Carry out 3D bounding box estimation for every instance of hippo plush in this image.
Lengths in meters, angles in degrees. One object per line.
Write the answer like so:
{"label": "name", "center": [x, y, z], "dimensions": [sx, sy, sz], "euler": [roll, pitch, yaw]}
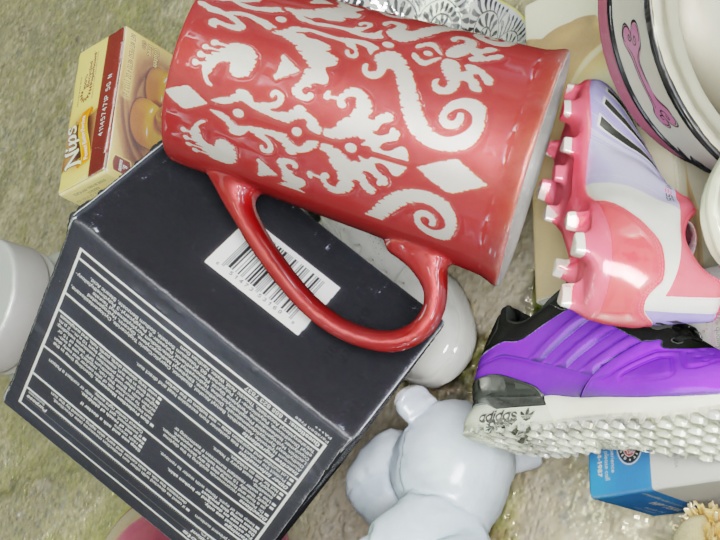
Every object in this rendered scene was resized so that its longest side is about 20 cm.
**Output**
{"label": "hippo plush", "center": [0.024, 0.146, 0.842], "dimensions": [0.200, 0.159, 0.161], "euler": [-40, 35, 50]}

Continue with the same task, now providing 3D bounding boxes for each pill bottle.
{"label": "pill bottle", "center": [-0.195, 0.048, 1.065], "dimensions": [0.114, 0.200, 0.115], "euler": [-19, 61, 38]}

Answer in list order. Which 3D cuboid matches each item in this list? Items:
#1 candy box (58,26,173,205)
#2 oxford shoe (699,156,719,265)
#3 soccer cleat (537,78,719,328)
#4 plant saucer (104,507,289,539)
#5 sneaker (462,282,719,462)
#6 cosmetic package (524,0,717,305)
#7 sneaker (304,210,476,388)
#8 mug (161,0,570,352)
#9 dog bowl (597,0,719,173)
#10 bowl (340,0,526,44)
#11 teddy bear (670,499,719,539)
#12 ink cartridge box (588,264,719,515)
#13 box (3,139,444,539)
{"label": "candy box", "center": [-0.110, -0.070, 1.026], "dimensions": [0.055, 0.200, 0.116], "euler": [-21, 54, 39]}
{"label": "oxford shoe", "center": [0.246, -0.062, 0.710], "dimensions": [0.199, 0.075, 0.058], "euler": [-29, 11, -20]}
{"label": "soccer cleat", "center": [0.137, -0.036, 0.758], "dimensions": [0.200, 0.076, 0.067], "euler": [-83, 5, -58]}
{"label": "plant saucer", "center": [-0.131, 0.237, 1.035], "dimensions": [0.200, 0.051, 0.201], "euler": [-20, 60, 39]}
{"label": "sneaker", "center": [0.138, 0.040, 0.742], "dimensions": [0.199, 0.069, 0.100], "euler": [-6, 65, 41]}
{"label": "cosmetic package", "center": [0.158, -0.075, 0.866], "dimensions": [0.105, 0.071, 0.201], "euler": [-20, 60, 38]}
{"label": "sneaker", "center": [0.000, 0.000, 0.977], "dimensions": [0.075, 0.088, 0.200], "euler": [-50, 46, 15]}
{"label": "mug", "center": [-0.005, -0.068, 0.797], "dimensions": [0.199, 0.134, 0.178], "euler": [18, 60, 8]}
{"label": "dog bowl", "center": [0.210, -0.138, 0.764], "dimensions": [0.074, 0.199, 0.201], "euler": [3, 74, 65]}
{"label": "bowl", "center": [0.018, -0.108, 0.977], "dimensions": [0.201, 0.200, 0.095], "euler": [39, 145, 45]}
{"label": "teddy bear", "center": [0.213, 0.194, 0.713], "dimensions": [0.200, 0.067, 0.146], "euler": [5, 77, 51]}
{"label": "ink cartridge box", "center": [0.217, 0.055, 0.758], "dimensions": [0.199, 0.067, 0.117], "euler": [-16, 63, 39]}
{"label": "box", "center": [-0.090, 0.055, 0.896], "dimensions": [0.200, 0.123, 0.199], "euler": [39, 136, 4]}
